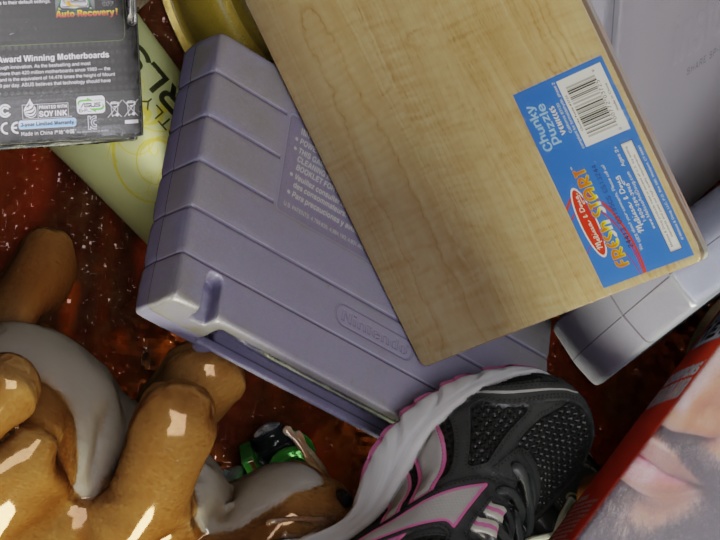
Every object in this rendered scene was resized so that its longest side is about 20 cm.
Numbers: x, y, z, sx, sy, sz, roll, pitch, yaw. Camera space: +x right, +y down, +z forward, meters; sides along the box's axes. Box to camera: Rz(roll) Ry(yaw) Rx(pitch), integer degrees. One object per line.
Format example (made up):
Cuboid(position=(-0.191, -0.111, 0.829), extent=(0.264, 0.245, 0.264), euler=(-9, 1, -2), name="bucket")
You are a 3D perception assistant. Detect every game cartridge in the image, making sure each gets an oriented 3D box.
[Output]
Cuboid(position=(0.144, -0.007, 1.017), extent=(0.133, 0.200, 0.042), euler=(-32, 83, -10), name="game cartridge")
Cuboid(position=(0.000, 0.000, 1.007), extent=(0.200, 0.038, 0.130), euler=(30, 50, -33), name="game cartridge")

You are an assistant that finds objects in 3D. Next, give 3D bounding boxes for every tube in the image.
Cuboid(position=(-0.082, -0.043, 1.023), extent=(0.200, 0.052, 0.058), euler=(49, 40, -7), name="tube")

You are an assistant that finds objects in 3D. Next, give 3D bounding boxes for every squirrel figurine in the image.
Cuboid(position=(-0.102, 0.118, 0.991), extent=(0.186, 0.142, 0.200), euler=(31, 103, -14), name="squirrel figurine")

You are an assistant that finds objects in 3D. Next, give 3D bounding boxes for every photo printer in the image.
Cuboid(position=(0.110, -0.118, 0.994), extent=(0.166, 0.069, 0.201), euler=(-34, 132, -52), name="photo printer")

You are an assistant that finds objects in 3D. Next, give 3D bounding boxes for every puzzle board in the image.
Cuboid(position=(0.036, -0.074, 0.940), extent=(0.017, 0.151, 0.200), euler=(-30, 95, -47), name="puzzle board")

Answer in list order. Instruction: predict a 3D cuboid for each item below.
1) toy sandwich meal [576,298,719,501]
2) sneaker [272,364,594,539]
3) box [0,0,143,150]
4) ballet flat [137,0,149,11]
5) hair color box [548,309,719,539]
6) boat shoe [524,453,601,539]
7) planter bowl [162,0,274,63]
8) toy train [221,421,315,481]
Cuboid(position=(0.186, 0.101, 1.081), extent=(0.205, 0.070, 0.206), euler=(17, 63, -37), name="toy sandwich meal")
Cuboid(position=(0.032, 0.115, 0.936), extent=(0.200, 0.086, 0.080), euler=(-41, 128, -31), name="sneaker")
Cuboid(position=(-0.187, -0.139, 0.928), extent=(0.199, 0.048, 0.194), euler=(-5, 93, -16), name="box")
Cuboid(position=(-0.150, -0.111, 0.982), extent=(0.200, 0.046, 0.067), euler=(-30, 80, -6), name="ballet flat")
Cuboid(position=(0.139, 0.116, 0.970), extent=(0.111, 0.064, 0.200), euler=(38, 78, 0), name="hair color box")
Cuboid(position=(0.092, 0.116, 1.080), extent=(0.072, 0.068, 0.200), euler=(-44, 104, -6), name="boat shoe")
Cuboid(position=(0.018, -0.143, 1.022), extent=(0.200, 0.083, 0.201), euler=(-2, 96, -16), name="planter bowl")
Cuboid(position=(-0.008, 0.159, 1.069), extent=(0.056, 0.042, 0.200), euler=(-28, 102, 1), name="toy train")
